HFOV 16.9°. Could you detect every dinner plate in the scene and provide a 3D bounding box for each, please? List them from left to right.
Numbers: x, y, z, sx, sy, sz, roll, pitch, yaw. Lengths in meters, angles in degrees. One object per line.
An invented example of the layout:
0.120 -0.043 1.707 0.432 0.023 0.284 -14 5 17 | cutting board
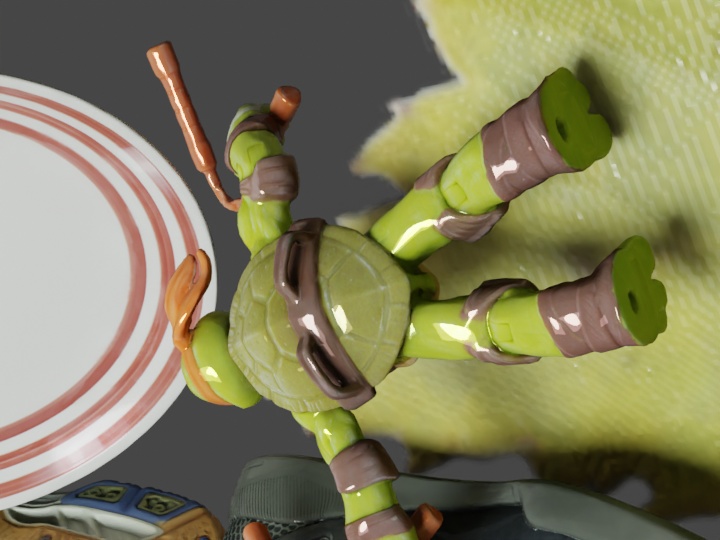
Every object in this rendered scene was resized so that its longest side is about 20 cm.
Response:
-0.147 0.009 0.801 0.200 0.024 0.200 -9 132 -10 | dinner plate

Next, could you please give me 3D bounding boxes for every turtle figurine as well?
0.000 0.000 0.713 0.161 0.064 0.200 -24 72 28 | turtle figurine

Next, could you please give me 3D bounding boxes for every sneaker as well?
-0.138 0.116 0.902 0.200 0.075 0.088 17 127 27 | sneaker
0.027 0.122 0.750 0.199 0.114 0.076 2 150 36 | sneaker
